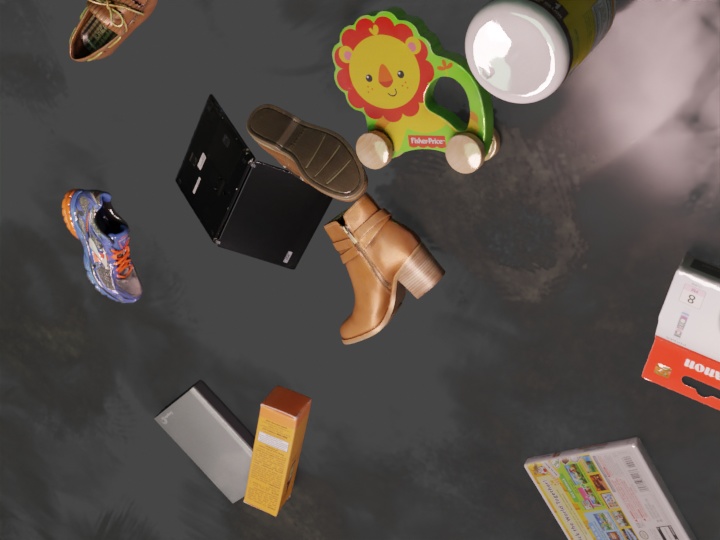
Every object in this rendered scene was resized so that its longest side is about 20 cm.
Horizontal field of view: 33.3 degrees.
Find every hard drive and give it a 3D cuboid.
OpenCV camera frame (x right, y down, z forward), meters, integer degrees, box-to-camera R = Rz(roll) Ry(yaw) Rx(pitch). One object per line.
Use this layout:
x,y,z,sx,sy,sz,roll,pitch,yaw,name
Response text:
-0.239,0.286,2.008,0.200,0.033,0.140,48,133,-4,hard drive

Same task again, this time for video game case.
0.348,0.327,1.663,0.182,0.023,0.200,-19,109,40,video game case

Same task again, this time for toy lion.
0.061,-0.220,1.453,0.200,0.069,0.192,6,116,30,toy lion

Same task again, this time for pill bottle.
0.194,-0.258,1.238,0.109,0.200,0.109,17,128,23,pill bottle

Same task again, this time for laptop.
-0.152,-0.121,1.689,0.200,0.103,0.177,55,138,25,laptop

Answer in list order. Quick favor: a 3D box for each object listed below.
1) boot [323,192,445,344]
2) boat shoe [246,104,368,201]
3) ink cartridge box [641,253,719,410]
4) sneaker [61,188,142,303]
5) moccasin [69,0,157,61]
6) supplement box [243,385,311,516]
0.000,0.000,1.624,0.155,0.077,0.200,45,131,-4,boot
-0.059,-0.147,1.555,0.200,0.072,0.068,40,175,29,boat shoe
0.429,0.096,1.434,0.162,0.057,0.200,23,126,18,ink cartridge box
-0.388,-0.037,1.858,0.078,0.075,0.200,-10,116,33,sneaker
-0.332,-0.347,1.603,0.201,0.078,0.074,-31,101,42,moccasin
-0.131,0.284,1.891,0.069,0.067,0.200,18,119,14,supplement box
